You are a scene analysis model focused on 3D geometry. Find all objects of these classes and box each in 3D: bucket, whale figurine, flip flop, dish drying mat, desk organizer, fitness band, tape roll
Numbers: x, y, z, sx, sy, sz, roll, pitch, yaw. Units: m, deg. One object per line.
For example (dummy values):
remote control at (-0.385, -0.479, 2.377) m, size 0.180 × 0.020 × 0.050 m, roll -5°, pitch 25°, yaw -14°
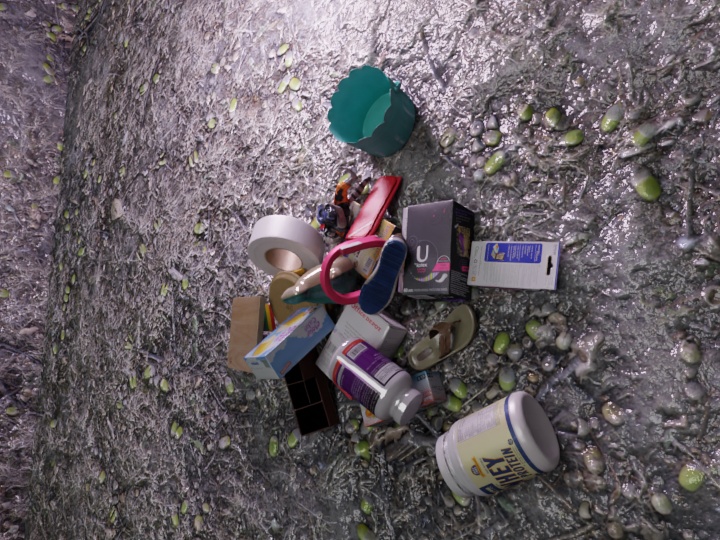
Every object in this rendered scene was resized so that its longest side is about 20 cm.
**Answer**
bucket at (0.031, -0.393, 1.428) m, size 0.204 × 0.134 × 0.212 m, roll -9°, pitch 75°, yaw 37°
whale figurine at (-0.092, 0.044, 1.361) m, size 0.158 × 0.199 × 0.105 m, roll -18°, pitch 98°, yaw 47°
flip flop at (0.173, 0.150, 1.239) m, size 0.199 × 0.057 × 0.082 m, roll -41°, pitch 57°, yaw 26°
dish drying mat at (0.032, -0.153, 1.396) m, size 0.076 × 0.018 × 0.202 m, roll 6°, pitch 60°, yaw 42°
desk organizer at (-0.128, 0.299, 1.410) m, size 0.071 × 0.076 × 0.204 m, roll -20°, pitch 85°, yaw 35°
fitness band at (0.000, 0.000, 1.305) m, size 0.037 × 0.196 × 0.147 m, roll 35°, pitch 134°, yaw 55°
tape roll at (-0.193, -0.055, 1.494) m, size 0.200 × 0.202 × 0.072 m, roll -16°, pitch 48°, yaw 36°

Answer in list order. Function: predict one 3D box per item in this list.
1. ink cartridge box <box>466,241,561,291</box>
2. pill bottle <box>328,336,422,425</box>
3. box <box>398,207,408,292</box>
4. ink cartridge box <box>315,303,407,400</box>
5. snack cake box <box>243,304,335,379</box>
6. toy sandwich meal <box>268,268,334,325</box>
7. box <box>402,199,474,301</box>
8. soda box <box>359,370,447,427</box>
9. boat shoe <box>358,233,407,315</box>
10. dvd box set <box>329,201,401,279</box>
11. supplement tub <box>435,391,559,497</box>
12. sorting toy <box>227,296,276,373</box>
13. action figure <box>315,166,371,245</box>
ink cartridge box at (0.316, -0.010, 1.170) m, size 0.197 × 0.037 × 0.097 m, roll 3°, pitch 81°, yaw 43°
pill bottle at (0.032, 0.237, 1.210) m, size 0.199 × 0.112 × 0.114 m, roll 34°, pitch 102°, yaw 29°
box at (0.120, -0.046, 1.339) m, size 0.038 × 0.041 × 0.205 m, roll -3°, pitch 79°, yaw 39°
ink cartridge box at (0.001, 0.183, 1.359) m, size 0.147 × 0.085 × 0.202 m, roll 39°, pitch 103°, yaw 38°
snack cake box at (-0.168, 0.170, 1.358) m, size 0.114 × 0.200 × 0.068 m, roll -15°, pitch 111°, yaw 51°
toy sandwich meal at (-0.162, 0.082, 1.513) m, size 0.202 × 0.070 × 0.209 m, roll 18°, pitch 120°, yaw 35°
box at (0.172, -0.039, 1.250) m, size 0.120 × 0.105 × 0.205 m, roll -4°, pitch 77°, yaw 38°
soda box at (0.092, 0.290, 1.273) m, size 0.198 × 0.063 × 0.070 m, roll -29°, pitch 63°, yaw 31°
boat shoe at (0.057, 0.009, 1.267) m, size 0.071 × 0.073 × 0.202 m, roll 27°, pitch 118°, yaw 0°
dvd box set at (0.009, -0.075, 1.423) m, size 0.199 × 0.029 × 0.149 m, roll 36°, pitch 104°, yaw 49°
supplement tub at (0.255, 0.333, 1.074) m, size 0.199 × 0.144 × 0.147 m, roll -36°, pitch 60°, yaw 29°
sorting toy at (-0.299, 0.179, 1.598) m, size 0.199 × 0.068 × 0.204 m, roll -6°, pitch 78°, yaw 57°
action figure at (-0.046, -0.155, 1.419) m, size 0.200 × 0.103 × 0.197 m, roll -132°, pitch 59°, yaw -74°
